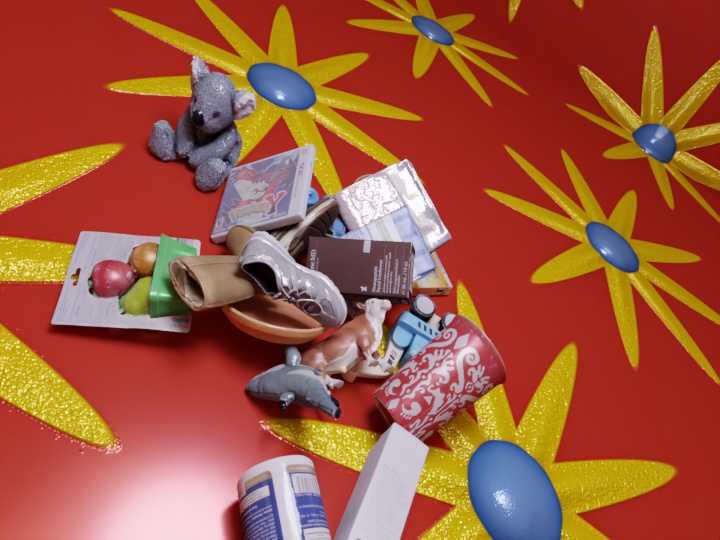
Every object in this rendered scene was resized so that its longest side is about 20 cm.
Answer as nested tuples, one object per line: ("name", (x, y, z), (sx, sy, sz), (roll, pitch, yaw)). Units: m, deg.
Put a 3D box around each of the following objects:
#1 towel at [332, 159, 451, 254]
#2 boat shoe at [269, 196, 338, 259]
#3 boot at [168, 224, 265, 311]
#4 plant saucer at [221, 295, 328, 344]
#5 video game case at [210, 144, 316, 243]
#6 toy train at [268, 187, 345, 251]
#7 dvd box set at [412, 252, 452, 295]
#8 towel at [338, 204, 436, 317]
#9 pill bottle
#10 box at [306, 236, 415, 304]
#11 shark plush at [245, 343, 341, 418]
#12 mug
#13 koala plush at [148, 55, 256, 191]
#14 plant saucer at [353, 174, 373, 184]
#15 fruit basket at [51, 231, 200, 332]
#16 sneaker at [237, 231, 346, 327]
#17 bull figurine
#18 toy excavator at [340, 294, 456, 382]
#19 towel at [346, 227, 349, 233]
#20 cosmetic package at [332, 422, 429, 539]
("towel", (0.066, -0.103, 1.123), (0.187, 0.032, 0.205), (-29, 85, -14))
("boat shoe", (-0.126, -0.076, 1.031), (0.074, 0.076, 0.202), (35, 64, 21))
("boot", (-0.222, -0.014, 0.890), (0.174, 0.068, 0.197), (39, 24, 26))
("plant saucer", (-0.144, 0.070, 0.924), (0.193, 0.039, 0.201), (16, 15, -4))
("video game case", (-0.183, -0.148, 1.052), (0.023, 0.193, 0.187), (54, 31, -46))
("toy train", (-0.118, -0.107, 1.122), (0.193, 0.087, 0.117), (17, 50, -17))
("dvd box set", (0.091, -0.011, 1.197), (0.194, 0.030, 0.149), (1, 50, -30))
("towel", (0.035, -0.020, 1.073), (0.195, 0.024, 0.151), (-27, 83, -4))
("pill bottle", (-0.089, 0.353, 0.695), (0.107, 0.112, 0.205), (2, 50, -28))
("box", (0.000, 0.000, 1.006), (0.192, 0.075, 0.104), (2, 77, 12))
("shark plush", (-0.091, 0.192, 0.820), (0.081, 0.094, 0.197), (-18, 29, -36))
("mug", (0.134, 0.207, 0.924), (0.197, 0.181, 0.133), (-34, 29, -14))
("koala plush", (-0.300, -0.309, 1.108), (0.174, 0.202, 0.185), (32, 42, 3))
("plant saucer", (0.066, -0.133, 1.221), (0.194, 0.036, 0.204), (18, 41, -16))
("fruit basket", (-0.360, 0.018, 0.876), (0.192, 0.095, 0.190), (0, 49, -10))
("sneaker", (-0.110, 0.031, 0.862), (0.197, 0.075, 0.083), (36, 36, -4))
("bull figurine", (-0.016, 0.132, 0.910), (0.197, 0.066, 0.122), (-34, 45, -4))
("toy excavator", (0.076, 0.144, 1.009), (0.190, 0.101, 0.203), (30, 51, -1))
("towel", (0.037, -0.090, 1.204), (0.147, 0.024, 0.204), (17, 40, -15))
("cosmetic package", (0.025, 0.335, 0.790), (0.073, 0.103, 0.202), (32, 44, 1))
